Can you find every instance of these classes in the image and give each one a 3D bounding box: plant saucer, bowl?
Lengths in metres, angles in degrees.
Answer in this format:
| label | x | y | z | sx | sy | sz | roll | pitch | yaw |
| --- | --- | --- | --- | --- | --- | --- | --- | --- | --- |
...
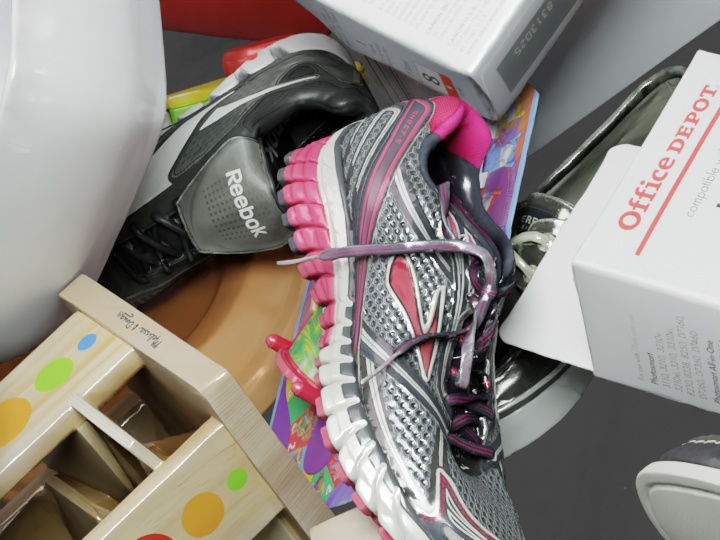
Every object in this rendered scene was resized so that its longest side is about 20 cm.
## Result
| label | x | y | z | sx | sy | sz | roll | pitch | yaw |
| --- | --- | --- | --- | --- | --- | --- | --- | --- | --- |
| plant saucer | -0.110 | 0.030 | 1.092 | 0.200 | 0.038 | 0.200 | -22 | 35 | 17 |
| bowl | -0.137 | -0.074 | 0.976 | 0.200 | 0.074 | 0.200 | 119 | 151 | -42 |

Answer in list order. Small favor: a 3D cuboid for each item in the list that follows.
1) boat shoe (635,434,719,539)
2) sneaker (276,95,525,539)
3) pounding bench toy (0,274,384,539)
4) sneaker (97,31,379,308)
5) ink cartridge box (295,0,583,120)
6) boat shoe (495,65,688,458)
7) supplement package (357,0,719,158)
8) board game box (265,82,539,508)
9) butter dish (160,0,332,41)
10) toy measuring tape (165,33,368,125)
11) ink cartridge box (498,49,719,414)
| label | x | y | z | sx | sy | sz | roll | pitch | yaw |
| --- | --- | --- | --- | --- | --- | --- | --- | --- | --- |
| boat shoe | 0.182 | 0.085 | 0.753 | 0.200 | 0.074 | 0.060 | 11 | 54 | 43 |
| sneaker | 0.025 | 0.024 | 0.848 | 0.075 | 0.081 | 0.201 | -26 | 60 | 21 |
| pounding bench toy | -0.088 | 0.123 | 0.880 | 0.156 | 0.124 | 0.200 | -43 | 35 | -14 |
| sneaker | -0.072 | -0.032 | 1.042 | 0.200 | 0.067 | 0.090 | -37 | 27 | -8 |
| ink cartridge box | 0.020 | -0.172 | 0.974 | 0.200 | 0.050 | 0.162 | 30 | 81 | 32 |
| boat shoe | 0.078 | -0.003 | 0.954 | 0.200 | 0.064 | 0.071 | -47 | 37 | -20 |
| supplement package | 0.081 | -0.167 | 1.073 | 0.200 | 0.156 | 0.111 | -35 | 34 | -3 |
| board game box | 0.000 | 0.000 | 0.965 | 0.158 | 0.039 | 0.201 | -28 | 39 | 49 |
| butter dish | -0.025 | -0.219 | 1.249 | 0.199 | 0.147 | 0.201 | 13 | 97 | 48 |
| toy measuring tape | -0.068 | -0.068 | 1.114 | 0.200 | 0.074 | 0.073 | -21 | 23 | -37 |
| ink cartridge box | 0.155 | -0.008 | 0.845 | 0.199 | 0.068 | 0.115 | 16 | 55 | 27 |
